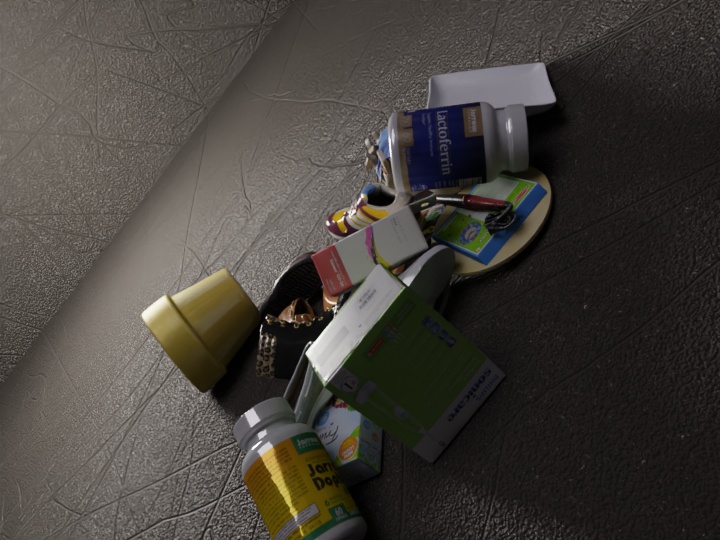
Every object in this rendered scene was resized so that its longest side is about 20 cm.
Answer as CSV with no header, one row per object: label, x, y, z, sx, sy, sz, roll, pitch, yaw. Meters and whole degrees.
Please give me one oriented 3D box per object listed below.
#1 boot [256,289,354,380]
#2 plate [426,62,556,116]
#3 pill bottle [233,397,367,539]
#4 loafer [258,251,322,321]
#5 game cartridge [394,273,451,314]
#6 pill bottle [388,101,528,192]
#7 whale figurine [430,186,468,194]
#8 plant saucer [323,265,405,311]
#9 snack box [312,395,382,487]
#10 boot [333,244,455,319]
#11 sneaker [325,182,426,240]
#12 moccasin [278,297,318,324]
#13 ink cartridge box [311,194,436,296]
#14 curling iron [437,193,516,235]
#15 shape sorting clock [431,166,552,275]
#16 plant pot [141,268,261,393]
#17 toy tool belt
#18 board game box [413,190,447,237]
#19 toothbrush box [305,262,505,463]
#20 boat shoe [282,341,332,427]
boot,-0.078,0.089,1.126,0.073,0.147,0.205,79,-162,-70
plate,0.207,-0.282,1.153,0.194,0.033,0.202,-3,32,10
pill bottle,-0.084,0.269,0.907,0.113,0.112,0.202,-43,61,15
loafer,-0.130,0.023,1.355,0.200,0.072,0.072,-43,23,35
game cartridge,0.048,0.081,1.031,0.130,0.042,0.202,-3,45,29
pill bottle,0.143,-0.182,1.044,0.195,0.117,0.117,-6,43,9
whale figurine,0.170,-0.217,1.160,0.199,0.104,0.159,-38,33,1
plant saucer,0.000,0.000,1.246,0.199,0.037,0.203,-37,32,27
snack box,-0.055,0.251,1.029,0.198,0.053,0.144,-33,34,31
boot,0.041,0.029,1.001,0.200,0.074,0.095,-46,45,-17
sneaker,0.012,-0.102,1.169,0.196,0.091,0.076,0,45,38
moccasin,-0.092,0.104,1.237,0.079,0.073,0.202,-56,18,9
ink cartridge box,0.035,-0.034,1.044,0.197,0.069,0.116,-27,-4,5
curling iron,0.158,-0.093,1.042,0.050,0.026,0.199,-45,29,-6
shape sorting clock,0.189,-0.074,1.046,0.198,0.039,0.202,-32,31,22
plant pot,-0.304,0.107,1.435,0.188,0.203,0.200,-39,27,-12
toy tool belt,0.065,-0.217,1.301,0.124,0.122,0.202,-39,31,21
board game box,0.071,-0.076,1.188,0.197,0.024,0.106,-28,37,12
toothbrush box,0.056,0.115,0.866,0.146,0.199,0.086,-50,28,2
boat shoe,-0.098,0.199,1.023,0.204,0.064,0.074,-57,27,3
